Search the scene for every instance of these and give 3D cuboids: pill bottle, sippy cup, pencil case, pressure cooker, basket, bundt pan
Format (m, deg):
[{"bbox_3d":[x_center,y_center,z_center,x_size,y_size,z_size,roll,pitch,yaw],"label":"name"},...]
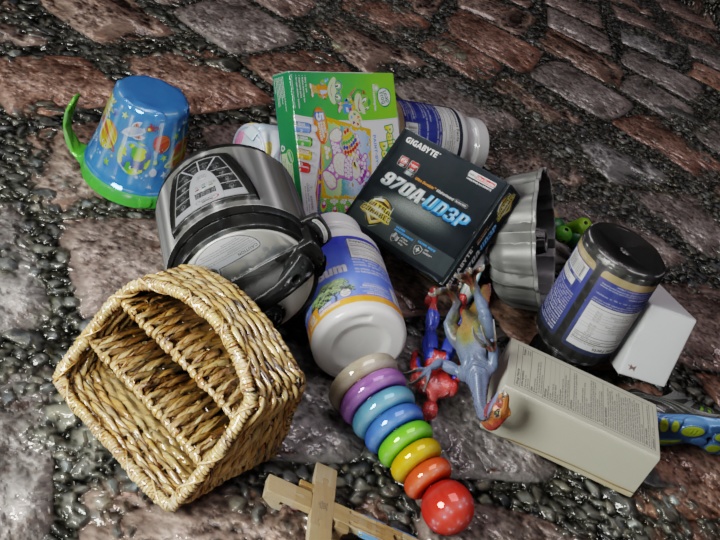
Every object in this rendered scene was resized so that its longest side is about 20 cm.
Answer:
[{"bbox_3d":[0.292,0.049,1.216,0.111,0.201,0.112,17,34,-12],"label":"pill bottle"},{"bbox_3d":[-0.278,-0.171,1.215,0.176,0.131,0.140,-3,41,-35],"label":"sippy cup"},{"bbox_3d":[-0.088,-0.172,1.378,0.198,0.091,0.084,-9,58,-40],"label":"pencil case"},{"bbox_3d":[-0.133,-0.023,1.062,0.177,0.177,0.201,9,37,-26],"label":"pressure cooker"},{"bbox_3d":[-0.020,0.022,1.131,0.111,0.113,0.201,9,35,-22],"label":"pill bottle"},{"bbox_3d":[-0.169,0.096,0.899,0.200,0.144,0.148,42,36,25],"label":"basket"},{"bbox_3d":[0.222,-0.042,1.326,0.075,0.204,0.202,1,27,19],"label":"bundt pan"},{"bbox_3d":[0.103,-0.210,1.536,0.198,0.117,0.116,4,38,-31],"label":"pill bottle"}]

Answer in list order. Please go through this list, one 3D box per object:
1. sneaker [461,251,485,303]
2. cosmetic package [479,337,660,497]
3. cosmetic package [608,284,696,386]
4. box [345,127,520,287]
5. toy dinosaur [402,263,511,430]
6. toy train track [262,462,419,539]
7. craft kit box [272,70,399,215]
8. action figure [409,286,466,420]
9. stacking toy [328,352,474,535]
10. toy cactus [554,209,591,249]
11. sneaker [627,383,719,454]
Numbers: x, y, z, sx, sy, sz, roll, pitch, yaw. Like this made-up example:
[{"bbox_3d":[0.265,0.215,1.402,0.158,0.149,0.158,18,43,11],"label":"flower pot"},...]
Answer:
[{"bbox_3d":[0.103,-0.033,1.327,0.129,0.080,0.201,16,31,-6],"label":"sneaker"},{"bbox_3d":[0.249,0.173,1.131,0.198,0.074,0.104,25,33,0],"label":"cosmetic package"},{"bbox_3d":[0.369,0.063,1.296,0.070,0.102,0.200,18,18,-10],"label":"cosmetic package"},{"bbox_3d":[0.092,-0.082,1.281,0.199,0.160,0.046,35,-1,36],"label":"box"},{"bbox_3d":[0.144,0.090,1.095,0.199,0.105,0.184,-1,67,-48],"label":"toy dinosaur"},{"bbox_3d":[-0.004,0.249,0.901,0.198,0.033,0.115,26,25,-10],"label":"toy train track"},{"bbox_3d":[-0.026,-0.178,1.353,0.196,0.203,0.048,-10,5,-43],"label":"craft kit box"},{"bbox_3d":[0.094,0.103,1.151,0.065,0.052,0.201,17,38,-1],"label":"action figure"},{"bbox_3d":[0.047,0.185,0.986,0.085,0.086,0.201,-7,50,-39],"label":"stacking toy"},{"bbox_3d":[0.301,-0.062,1.502,0.198,0.103,0.165,15,15,-10],"label":"toy cactus"},{"bbox_3d":[0.427,0.186,1.232,0.197,0.071,0.083,10,42,-17],"label":"sneaker"}]
